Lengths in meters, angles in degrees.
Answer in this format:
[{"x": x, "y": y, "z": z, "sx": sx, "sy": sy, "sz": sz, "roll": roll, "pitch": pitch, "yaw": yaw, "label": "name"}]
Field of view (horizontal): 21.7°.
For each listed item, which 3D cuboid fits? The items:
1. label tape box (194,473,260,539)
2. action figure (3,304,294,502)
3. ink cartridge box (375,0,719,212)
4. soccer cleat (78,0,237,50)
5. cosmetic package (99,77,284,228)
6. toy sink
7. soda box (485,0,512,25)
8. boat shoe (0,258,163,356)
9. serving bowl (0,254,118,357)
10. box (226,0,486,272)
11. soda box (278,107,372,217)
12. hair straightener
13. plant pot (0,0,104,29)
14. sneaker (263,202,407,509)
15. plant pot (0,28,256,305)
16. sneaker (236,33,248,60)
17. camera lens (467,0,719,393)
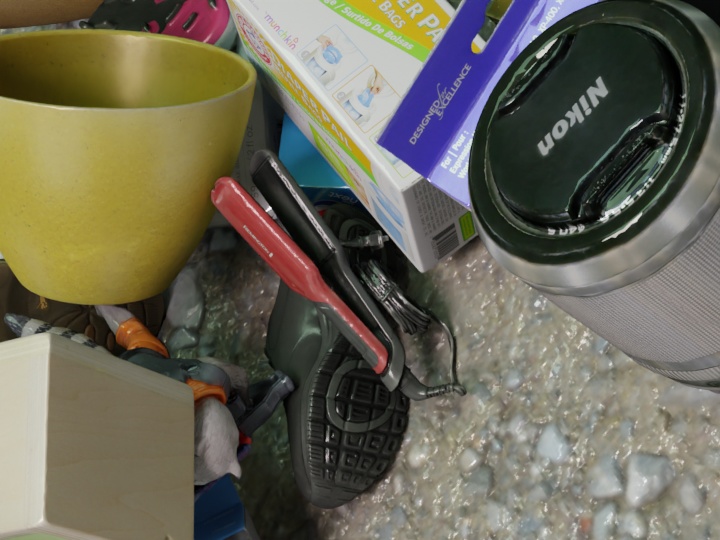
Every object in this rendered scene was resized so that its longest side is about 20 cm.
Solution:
[{"x": -0.114, "y": 0.218, "z": 1.113, "sx": 0.143, "sy": 0.063, "sz": 0.201, "roll": -25, "pitch": 73, "yaw": -1, "label": "label tape box"}, {"x": -0.149, "y": 0.096, "z": 1.132, "sx": 0.192, "sy": 0.105, "sz": 0.200, "roll": 15, "pitch": 52, "yaw": 43, "label": "action figure"}, {"x": 0.126, "y": -0.107, "z": 1.060, "sx": 0.043, "sy": 0.199, "sz": 0.199, "roll": 32, "pitch": 91, "yaw": 45, "label": "ink cartridge box"}, {"x": -0.135, "y": -0.172, "z": 1.416, "sx": 0.199, "sy": 0.086, "sz": 0.070, "roll": 17, "pitch": 69, "yaw": 54, "label": "soccer cleat"}, {"x": -0.149, "y": -0.075, "z": 1.315, "sx": 0.198, "sy": 0.074, "sz": 0.103, "roll": -6, "pitch": 90, "yaw": 13, "label": "cosmetic package"}, {"x": -0.209, "y": 0.120, "z": 1.048, "sx": 0.198, "sy": 0.130, "sz": 0.113, "roll": -13, "pitch": 67, "yaw": 29, "label": "toy sink"}, {"x": 0.167, "y": -0.224, "z": 1.188, "sx": 0.068, "sy": 0.064, "sz": 0.201, "roll": 31, "pitch": 89, "yaw": 47, "label": "soda box"}, {"x": -0.228, "y": 0.020, "z": 1.318, "sx": 0.067, "sy": 0.199, "sz": 0.073, "roll": 13, "pitch": 97, "yaw": 46, "label": "boat shoe"}, {"x": -0.265, "y": 0.048, "z": 1.432, "sx": 0.199, "sy": 0.066, "sz": 0.202, "roll": -23, "pitch": 53, "yaw": 33, "label": "serving bowl"}, {"x": 0.014, "y": -0.119, "z": 1.174, "sx": 0.101, "sy": 0.113, "sz": 0.200, "roll": -35, "pitch": 63, "yaw": -9, "label": "box"}, {"x": -0.010, "y": -0.130, "z": 1.282, "sx": 0.067, "sy": 0.064, "sz": 0.202, "roll": 2, "pitch": 64, "yaw": 10, "label": "soda box"}, {"x": 0.000, "y": 0.000, "z": 1.161, "sx": 0.077, "sy": 0.200, "sz": 0.041, "roll": -41, "pitch": -7, "yaw": -33, "label": "hair straightener"}, {"x": -0.220, "y": -0.282, "z": 1.512, "sx": 0.198, "sy": 0.186, "sz": 0.188, "roll": 10, "pitch": 73, "yaw": 32, "label": "plant pot"}, {"x": -0.022, "y": 0.061, "z": 1.207, "sx": 0.091, "sy": 0.076, "sz": 0.202, "roll": -30, "pitch": 47, "yaw": 45, "label": "sneaker"}, {"x": -0.168, "y": -0.062, "z": 1.200, "sx": 0.199, "sy": 0.199, "sz": 0.143, "roll": 28, "pitch": 121, "yaw": 47, "label": "plant pot"}, {"x": -0.059, "y": -0.207, "z": 1.394, "sx": 0.071, "sy": 0.073, "sz": 0.202, "roll": -28, "pitch": 44, "yaw": 53, "label": "sneaker"}, {"x": 0.164, "y": -0.036, "z": 0.983, "sx": 0.159, "sy": 0.199, "sz": 0.161, "roll": -22, "pitch": 53, "yaw": 32, "label": "camera lens"}]
